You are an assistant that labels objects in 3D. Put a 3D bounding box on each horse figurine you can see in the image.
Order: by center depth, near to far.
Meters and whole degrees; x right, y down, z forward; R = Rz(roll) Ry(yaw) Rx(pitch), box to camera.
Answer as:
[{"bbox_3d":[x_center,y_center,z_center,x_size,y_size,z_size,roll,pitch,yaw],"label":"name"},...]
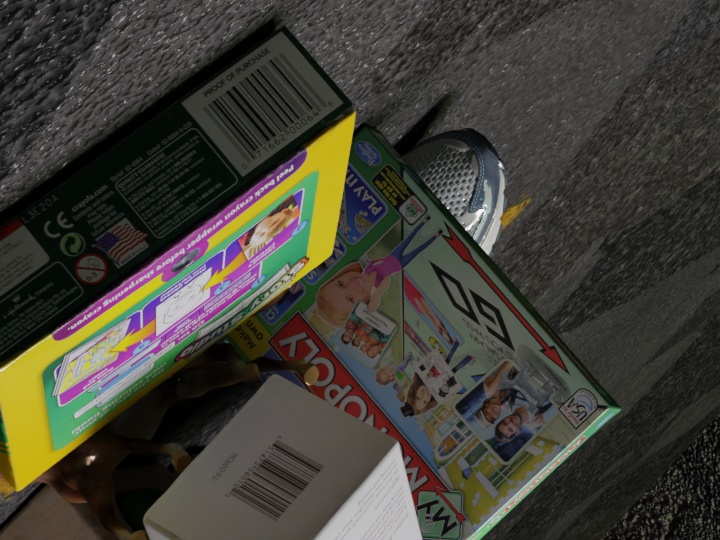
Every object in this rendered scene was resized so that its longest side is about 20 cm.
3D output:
[{"bbox_3d":[-0.109,0.068,1.220,0.200,0.132,0.050,-47,129,-29],"label":"horse figurine"}]

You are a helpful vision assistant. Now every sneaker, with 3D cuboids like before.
[{"bbox_3d":[0.000,0.000,1.335,0.200,0.078,0.086,-46,162,16],"label":"sneaker"}]

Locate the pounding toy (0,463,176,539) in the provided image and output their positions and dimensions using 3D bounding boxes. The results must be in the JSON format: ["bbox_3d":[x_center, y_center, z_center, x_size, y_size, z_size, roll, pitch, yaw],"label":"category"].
[{"bbox_3d":[-0.149,0.209,1.425,0.200,0.142,0.184,-45,166,14],"label":"pounding toy"}]

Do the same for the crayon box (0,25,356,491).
[{"bbox_3d":[-0.099,-0.001,1.102,0.200,0.058,0.173,-37,166,-17],"label":"crayon box"}]

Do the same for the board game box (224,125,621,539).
[{"bbox_3d":[0.022,0.043,1.260,0.135,0.200,0.029,-44,164,10],"label":"board game box"}]

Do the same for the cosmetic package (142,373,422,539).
[{"bbox_3d":[-0.026,0.163,1.201,0.108,0.085,0.201,-47,147,-28],"label":"cosmetic package"}]

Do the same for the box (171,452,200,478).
[{"bbox_3d":[-0.120,0.192,1.635,0.158,0.050,0.200,-43,166,9],"label":"box"}]
